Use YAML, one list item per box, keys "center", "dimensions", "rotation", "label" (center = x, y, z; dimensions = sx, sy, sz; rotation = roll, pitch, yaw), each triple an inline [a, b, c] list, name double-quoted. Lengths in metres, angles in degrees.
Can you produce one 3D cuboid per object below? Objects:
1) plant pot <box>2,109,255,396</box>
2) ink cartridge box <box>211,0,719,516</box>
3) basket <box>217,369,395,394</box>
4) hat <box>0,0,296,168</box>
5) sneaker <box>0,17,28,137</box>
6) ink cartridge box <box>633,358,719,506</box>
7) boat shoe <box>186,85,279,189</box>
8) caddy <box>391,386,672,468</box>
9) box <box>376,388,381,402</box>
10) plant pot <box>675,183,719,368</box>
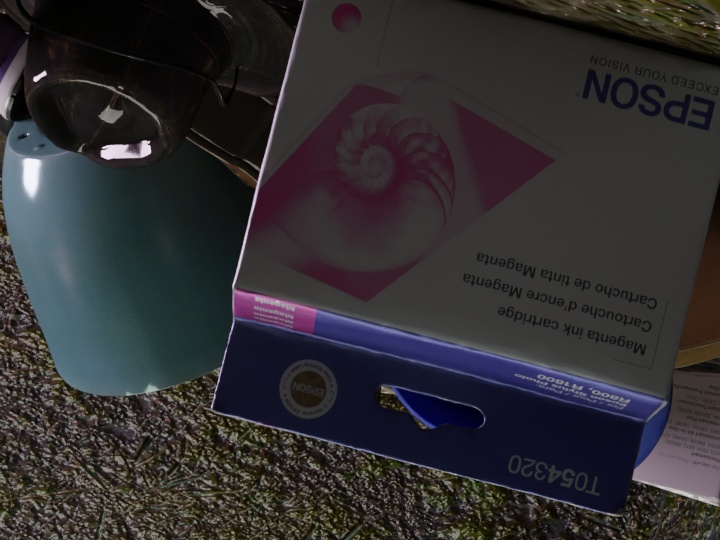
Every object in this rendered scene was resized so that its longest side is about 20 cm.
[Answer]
- center: [-0.146, -0.043, 1.109]
  dimensions: [0.199, 0.200, 0.162]
  rotation: [11, 134, 44]
  label: "plant pot"
- center: [0.049, -0.012, 0.727]
  dimensions: [0.194, 0.203, 0.043]
  rotation: [13, 177, 1]
  label: "ink cartridge box"
- center: [-0.041, -0.002, 1.403]
  dimensions: [0.196, 0.203, 0.160]
  rotation: [15, 175, -32]
  label: "basket"
- center: [-0.123, -0.099, 0.855]
  dimensions: [0.198, 0.082, 0.201]
  rotation: [15, 168, 3]
  label: "hat"
- center: [-0.256, -0.145, 1.158]
  dimensions: [0.087, 0.076, 0.200]
  rotation: [29, 172, -3]
  label: "sneaker"
- center: [0.282, 0.077, 1.289]
  dimensions: [0.083, 0.203, 0.146]
  rotation: [12, 176, 30]
  label: "ink cartridge box"
- center: [-0.046, -0.077, 1.032]
  dimensions: [0.200, 0.072, 0.068]
  rotation: [44, -173, -30]
  label: "boat shoe"
- center: [0.106, 0.050, 1.047]
  dimensions: [0.199, 0.143, 0.105]
  rotation: [29, -163, 18]
  label: "caddy"
- center: [0.000, 0.000, 1.178]
  dimensions: [0.043, 0.203, 0.160]
  rotation: [7, 178, 5]
  label: "box"
- center: [0.138, -0.007, 0.834]
  dimensions: [0.197, 0.028, 0.201]
  rotation: [-9, -148, 5]
  label: "plant pot"
